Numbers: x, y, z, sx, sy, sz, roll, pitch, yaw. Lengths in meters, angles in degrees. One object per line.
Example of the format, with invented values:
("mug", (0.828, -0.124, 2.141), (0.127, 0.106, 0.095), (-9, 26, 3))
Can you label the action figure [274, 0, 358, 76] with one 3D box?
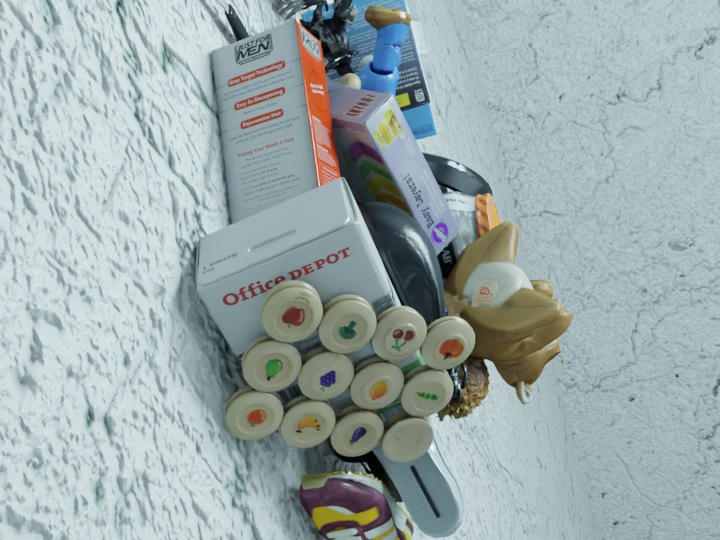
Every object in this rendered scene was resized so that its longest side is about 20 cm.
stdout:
("action figure", (-0.048, -0.302, 1.088), (0.120, 0.101, 0.201), (55, -33, 21))

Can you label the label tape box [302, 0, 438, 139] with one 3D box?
("label tape box", (0.020, -0.266, 1.202), (0.066, 0.141, 0.203), (-41, 117, -70))

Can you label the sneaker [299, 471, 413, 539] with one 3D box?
("sneaker", (0.000, 0.263, 0.865), (0.200, 0.074, 0.091), (50, 38, -46))

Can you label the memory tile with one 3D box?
("memory tile", (-0.007, 0.092, 0.756), (0.155, 0.197, 0.017), (-67, -153, 23))

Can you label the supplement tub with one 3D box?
("supplement tub", (0.077, -0.027, 1.125), (0.122, 0.197, 0.125), (-14, 90, -72))

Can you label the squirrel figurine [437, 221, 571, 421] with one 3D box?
("squirrel figurine", (0.150, 0.083, 1.052), (0.142, 0.198, 0.187), (58, -2, 39))

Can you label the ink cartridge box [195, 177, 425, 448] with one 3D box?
("ink cartridge box", (-0.038, 0.040, 0.784), (0.085, 0.144, 0.202), (-105, 173, -56))

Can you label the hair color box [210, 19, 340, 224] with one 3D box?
("hair color box", (-0.078, -0.124, 0.860), (0.061, 0.100, 0.204), (18, 61, -65))

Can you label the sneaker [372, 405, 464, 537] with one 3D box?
("sneaker", (0.042, 0.164, 0.882), (0.071, 0.072, 0.203), (42, 25, -76))

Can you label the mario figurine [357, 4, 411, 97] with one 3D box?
("mario figurine", (0.002, -0.207, 1.058), (0.122, 0.105, 0.204), (-4, 106, -48))

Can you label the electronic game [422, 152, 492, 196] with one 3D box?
("electronic game", (0.078, -0.106, 1.191), (0.200, 0.197, 0.042), (46, 51, -59))

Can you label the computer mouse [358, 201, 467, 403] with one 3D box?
("computer mouse", (0.058, 0.017, 0.865), (0.139, 0.052, 0.202), (-120, -176, -74))

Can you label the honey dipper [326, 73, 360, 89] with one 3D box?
("honey dipper", (-0.034, -0.208, 1.012), (0.200, 0.037, 0.039), (-154, -134, -74))

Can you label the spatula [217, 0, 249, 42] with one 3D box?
("spatula", (-0.144, -0.268, 0.888), (0.200, 0.020, 0.057), (52, 29, -56))

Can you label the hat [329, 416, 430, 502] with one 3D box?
("hat", (0.009, 0.163, 0.981), (0.201, 0.080, 0.203), (44, 37, -45))

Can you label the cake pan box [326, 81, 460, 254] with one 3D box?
("cake pan box", (-0.003, -0.115, 0.966), (0.052, 0.199, 0.185), (-44, 128, -19))
